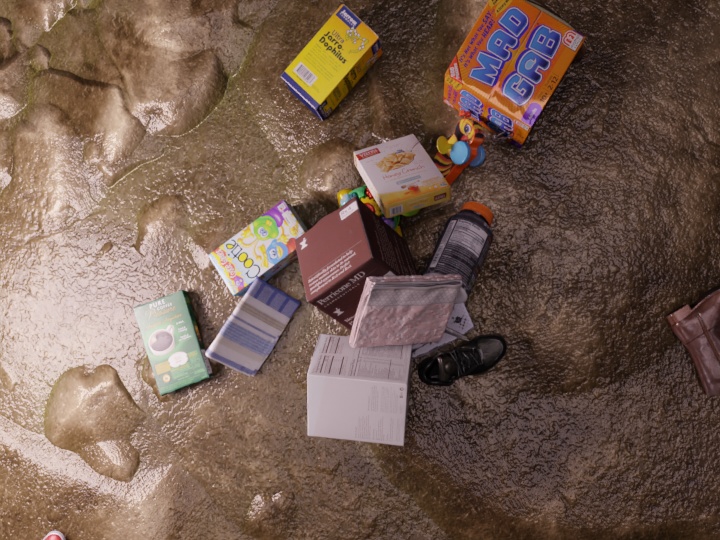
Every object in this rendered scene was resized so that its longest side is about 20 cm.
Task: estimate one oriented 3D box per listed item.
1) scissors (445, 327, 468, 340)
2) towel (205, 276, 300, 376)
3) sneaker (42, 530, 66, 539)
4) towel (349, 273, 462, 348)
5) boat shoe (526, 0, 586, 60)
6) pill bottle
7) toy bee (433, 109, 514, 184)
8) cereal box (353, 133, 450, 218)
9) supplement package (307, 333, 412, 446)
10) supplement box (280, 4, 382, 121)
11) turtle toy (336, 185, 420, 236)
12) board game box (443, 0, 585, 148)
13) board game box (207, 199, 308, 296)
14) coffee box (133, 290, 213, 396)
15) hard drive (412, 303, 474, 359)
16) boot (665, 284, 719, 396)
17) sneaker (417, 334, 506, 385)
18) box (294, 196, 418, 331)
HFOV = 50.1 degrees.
[{"bbox_3d":[0.129,0.108,1.608,0.199,0.014,0.074,39,90,5],"label":"scissors"},{"bbox_3d":[-0.226,0.122,1.633,0.024,0.146,0.202,35,92,45],"label":"towel"},{"bbox_3d":[-0.709,0.670,1.663,0.070,0.112,0.203,25,90,5],"label":"sneaker"},{"bbox_3d":[0.088,0.082,1.502,0.196,0.193,0.033,-2,48,-16],"label":"towel"},{"bbox_3d":[0.393,-0.523,1.616,0.200,0.075,0.076,32,55,-10],"label":"boat shoe"},{"bbox_3d":[0.207,-0.043,1.581,0.105,0.107,0.202,25,66,6],"label":"pill bottle"},{"bbox_3d":[0.221,-0.269,1.601,0.198,0.130,0.110,-27,70,21],"label":"toy bee"},{"bbox_3d":[0.082,-0.197,1.578,0.141,0.040,0.201,-18,45,-10],"label":"cereal box"},{"bbox_3d":[0.001,0.239,1.564,0.196,0.151,0.154,5,118,6],"label":"supplement package"},{"bbox_3d":[-0.059,-0.438,1.639,0.109,0.109,0.200,42,92,6],"label":"supplement box"},{"bbox_3d":[0.037,-0.126,1.622,0.197,0.101,0.148,-19,86,5],"label":"turtle toy"},{"bbox_3d":[0.302,-0.402,1.555,0.198,0.200,0.202,32,90,6],"label":"board game box"},{"bbox_3d":[-0.207,-0.045,1.642,0.199,0.105,0.104,-36,84,2],"label":"board game box"},{"bbox_3d":[-0.408,0.157,1.686,0.121,0.044,0.203,-20,87,4],"label":"coffee box"},{"bbox_3d":[0.129,0.106,1.635,0.197,0.042,0.137,-25,85,5],"label":"hard drive"},{"bbox_3d":[0.747,0.138,1.561,0.185,0.064,0.202,-31,82,17],"label":"boot"},{"bbox_3d":[0.213,0.190,1.590,0.196,0.114,0.078,-18,88,3],"label":"sneaker"},{"bbox_3d":[0.000,0.000,1.532,0.165,0.199,0.166,-33,48,20],"label":"box"}]
